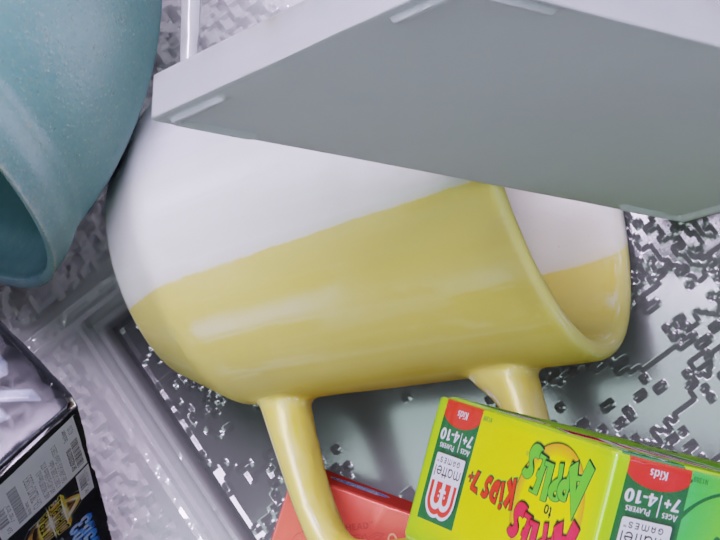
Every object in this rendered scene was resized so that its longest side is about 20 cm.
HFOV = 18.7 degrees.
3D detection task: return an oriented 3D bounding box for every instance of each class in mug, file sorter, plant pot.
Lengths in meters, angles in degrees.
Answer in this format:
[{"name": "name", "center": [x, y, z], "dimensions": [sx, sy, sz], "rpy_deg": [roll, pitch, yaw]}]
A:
[{"name": "mug", "center": [-0.004, -0.009, 0.747], "dimensions": [0.152, 0.150, 0.187], "rpy_deg": [-17, 45, 20]}, {"name": "file sorter", "center": [0.062, -0.099, 0.608], "dimensions": [0.139, 0.199, 0.125], "rpy_deg": [-17, 69, 53]}, {"name": "plant pot", "center": [-0.145, -0.109, 0.737], "dimensions": [0.200, 0.200, 0.134], "rpy_deg": [30, 71, 15]}]

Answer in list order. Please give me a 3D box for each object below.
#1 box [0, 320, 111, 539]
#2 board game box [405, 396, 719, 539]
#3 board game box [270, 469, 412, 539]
[{"name": "box", "center": [-0.171, 0.025, 0.763], "dimensions": [0.050, 0.199, 0.200], "rpy_deg": [-42, 76, -18]}, {"name": "board game box", "center": [0.126, 0.089, 0.676], "dimensions": [0.199, 0.101, 0.048], "rpy_deg": [15, 89, -27]}, {"name": "board game box", "center": [0.047, 0.174, 0.775], "dimensions": [0.199, 0.040, 0.154], "rpy_deg": [18, 89, 15]}]
